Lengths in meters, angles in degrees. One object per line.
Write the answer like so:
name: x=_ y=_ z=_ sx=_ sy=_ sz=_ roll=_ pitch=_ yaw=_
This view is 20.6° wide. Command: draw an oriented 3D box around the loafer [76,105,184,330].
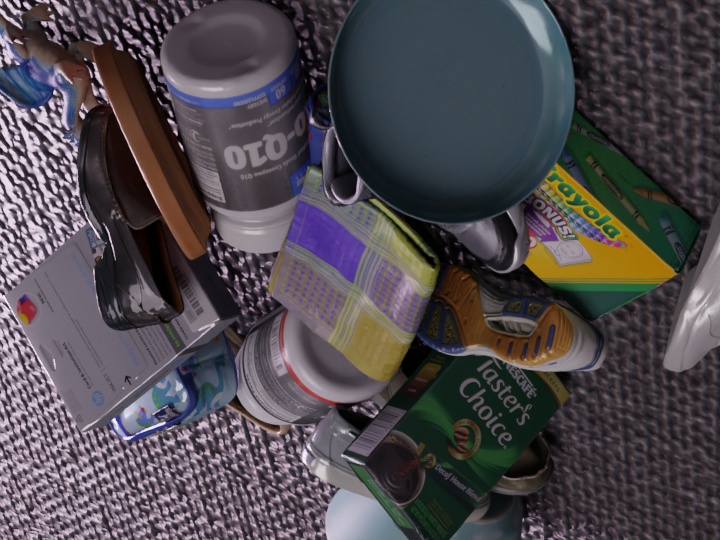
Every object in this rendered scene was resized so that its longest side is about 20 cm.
loafer: x=-0.197 y=-0.048 z=1.740 sx=0.072 sy=0.073 sz=0.201 roll=-4 pitch=103 yaw=29

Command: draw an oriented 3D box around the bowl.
bowl: x=0.077 y=0.234 z=1.904 sx=0.200 sy=0.201 sz=0.105 roll=29 pitch=123 yaw=5

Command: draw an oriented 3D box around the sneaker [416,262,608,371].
sneaker: x=0.123 y=0.050 z=1.692 sx=0.088 sy=0.076 sz=0.200 roll=19 pitch=-178 yaw=-42

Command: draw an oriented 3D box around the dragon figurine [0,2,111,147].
dragon figurine: x=-0.292 y=-0.185 z=1.773 sx=0.200 sy=0.059 sz=0.099 roll=34 pitch=143 yaw=-5

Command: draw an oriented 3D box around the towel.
towel: x=-0.007 y=0.005 z=1.632 sx=0.144 sy=0.023 sz=0.200 roll=42 pitch=148 yaw=11

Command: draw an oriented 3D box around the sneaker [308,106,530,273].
sneaker: x=0.039 y=-0.064 z=1.527 sx=0.200 sy=0.114 sz=0.075 roll=53 pitch=143 yaw=-1

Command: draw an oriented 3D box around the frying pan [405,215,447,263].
frying pan: x=-0.007 y=-0.013 z=1.794 sx=0.189 sy=0.031 sz=0.115 roll=-7 pitch=128 yaw=37

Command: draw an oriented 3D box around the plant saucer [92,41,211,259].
plant saucer: x=-0.175 y=-0.106 z=1.705 sx=0.032 sy=0.201 sz=0.201 roll=-24 pitch=128 yaw=-1

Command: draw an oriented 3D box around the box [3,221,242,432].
box: x=-0.222 y=0.032 z=1.825 sx=0.200 sy=0.041 sz=0.156 roll=-39 pitch=76 yaw=27

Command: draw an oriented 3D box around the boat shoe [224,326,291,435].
boat shoe: x=-0.148 y=0.095 z=1.987 sx=0.199 sy=0.065 sz=0.071 roll=27 pitch=144 yaw=6

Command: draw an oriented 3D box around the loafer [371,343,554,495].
loafer: x=0.096 y=0.138 z=1.850 sx=0.200 sy=0.075 sz=0.070 roll=32 pitch=148 yaw=1

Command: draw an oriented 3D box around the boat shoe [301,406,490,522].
boat shoe: x=0.045 y=0.172 z=1.785 sx=0.200 sy=0.070 sz=0.072 roll=19 pitch=111 yaw=-29

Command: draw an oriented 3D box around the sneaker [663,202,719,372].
sneaker: x=0.302 y=0.024 z=1.579 sx=0.088 sy=0.075 sz=0.200 roll=17 pitch=142 yaw=0

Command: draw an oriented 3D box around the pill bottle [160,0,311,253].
pill bottle: x=-0.094 y=-0.117 z=1.661 sx=0.113 sy=0.114 sz=0.200 roll=14 pitch=141 yaw=23

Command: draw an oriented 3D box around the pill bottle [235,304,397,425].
pill bottle: x=-0.045 y=0.081 z=1.836 sx=0.116 sy=0.116 sz=0.200 roll=38 pitch=157 yaw=-9

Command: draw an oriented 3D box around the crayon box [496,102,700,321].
crayon box: x=0.160 y=-0.059 z=1.590 sx=0.200 sy=0.058 sz=0.119 roll=41 pitch=144 yaw=-12

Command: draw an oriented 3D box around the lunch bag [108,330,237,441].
lunch bag: x=-0.209 y=0.059 z=1.910 sx=0.161 sy=0.082 sz=0.201 roll=-23 pitch=86 yaw=49

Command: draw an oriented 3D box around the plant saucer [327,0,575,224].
plant saucer: x=0.065 y=-0.135 z=1.474 sx=0.200 sy=0.200 sz=0.027 roll=45 pitch=167 yaw=-17

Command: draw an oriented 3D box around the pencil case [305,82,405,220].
pencil case: x=0.003 y=-0.066 z=1.661 sx=0.086 sy=0.078 sz=0.201 roll=-2 pitch=127 yaw=1

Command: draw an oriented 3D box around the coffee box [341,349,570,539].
coffee box: x=0.087 y=0.136 z=1.750 sx=0.123 sy=0.200 sz=0.044 roll=53 pitch=158 yaw=-24
